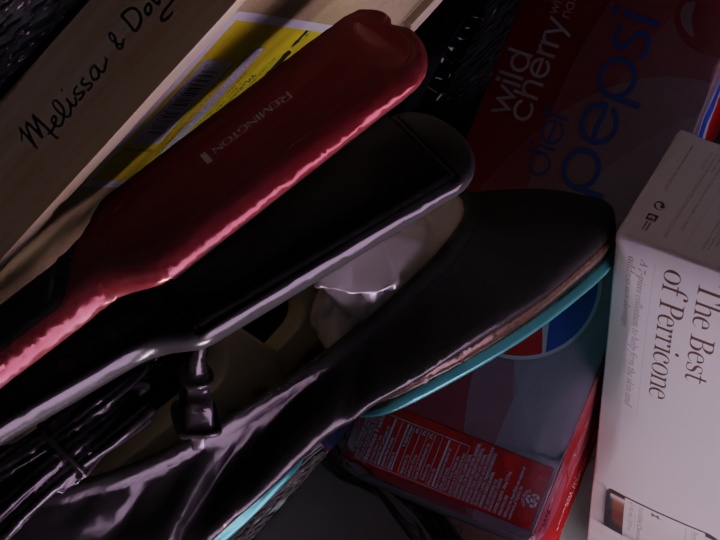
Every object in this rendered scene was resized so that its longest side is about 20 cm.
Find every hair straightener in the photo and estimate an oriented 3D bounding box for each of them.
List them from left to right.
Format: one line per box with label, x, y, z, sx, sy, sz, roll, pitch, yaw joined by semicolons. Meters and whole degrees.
hair straightener;-0.053;0.027;0.626;0.200;0.041;0.077;-41;134;-10

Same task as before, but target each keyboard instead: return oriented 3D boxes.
keyboard;0.000;0.000;0.800;0.200;0.040;0.104;-61;-175;33

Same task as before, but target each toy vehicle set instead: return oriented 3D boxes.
toy vehicle set;-0.036;-0.048;0.655;0.200;0.027;0.124;-46;167;14

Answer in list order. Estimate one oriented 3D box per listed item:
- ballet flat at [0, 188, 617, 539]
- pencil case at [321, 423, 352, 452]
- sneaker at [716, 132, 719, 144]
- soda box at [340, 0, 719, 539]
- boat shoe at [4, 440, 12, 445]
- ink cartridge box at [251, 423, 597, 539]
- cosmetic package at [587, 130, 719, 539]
ballet flat;-0.021;0.021;0.696;0.200;0.068;0.068;-36;-160;-16
pencil case;0.056;-0.009;0.956;0.200;0.088;0.088;-48;167;14
sneaker;0.153;-0.047;0.838;0.079;0.200;0.096;18;128;-40
soda box;0.062;-0.021;0.793;0.070;0.063;0.200;40;72;-78
boat shoe;-0.131;0.122;0.825;0.200;0.069;0.072;-46;167;14
ink cartridge box;0.061;0.086;0.911;0.200;0.083;0.147;-49;144;10
cosmetic package;0.112;0.058;0.777;0.051;0.083;0.200;-56;157;-38
